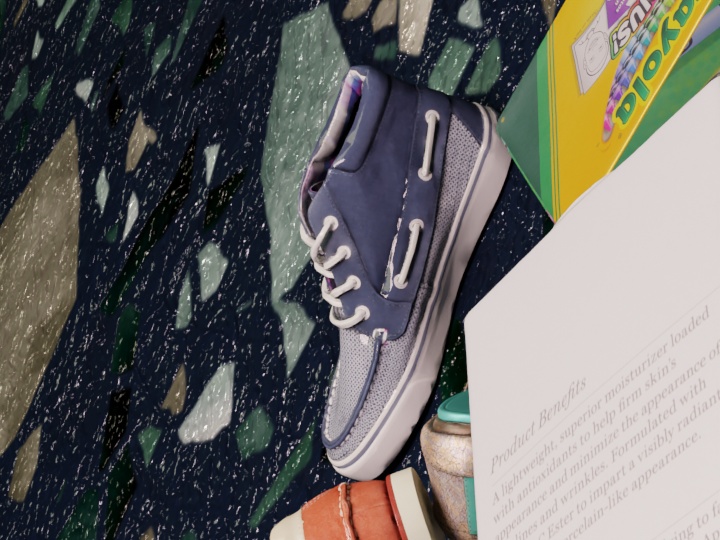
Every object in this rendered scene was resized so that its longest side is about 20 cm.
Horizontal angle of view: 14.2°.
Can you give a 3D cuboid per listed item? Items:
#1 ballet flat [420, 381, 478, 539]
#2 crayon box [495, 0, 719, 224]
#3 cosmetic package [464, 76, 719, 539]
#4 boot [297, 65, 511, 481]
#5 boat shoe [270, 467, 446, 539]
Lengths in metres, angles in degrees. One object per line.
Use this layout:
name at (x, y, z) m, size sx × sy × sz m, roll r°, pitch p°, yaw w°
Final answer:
ballet flat at (0.071, 0.071, 1.211) m, size 0.068 × 0.200 × 0.067 m, roll 0°, pitch 101°, yaw 23°
crayon box at (0.145, -0.110, 1.275) m, size 0.200 × 0.058 × 0.119 m, roll -60°, pitch 26°, yaw 19°
cosmetic package at (0.149, 0.075, 1.000) m, size 0.165 × 0.165 × 0.200 m, roll -44°, pitch 35°, yaw 42°
boot at (0.000, 0.000, 1.449) m, size 0.073 × 0.090 × 0.200 m, roll 14°, pitch 84°, yaw 65°
boat shoe at (0.018, 0.151, 1.201) m, size 0.062 × 0.200 × 0.071 m, roll -20°, pitch 52°, yaw 3°
